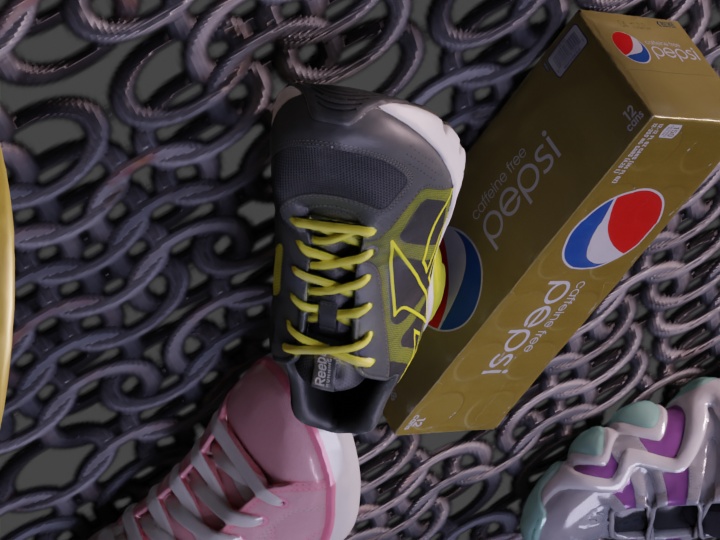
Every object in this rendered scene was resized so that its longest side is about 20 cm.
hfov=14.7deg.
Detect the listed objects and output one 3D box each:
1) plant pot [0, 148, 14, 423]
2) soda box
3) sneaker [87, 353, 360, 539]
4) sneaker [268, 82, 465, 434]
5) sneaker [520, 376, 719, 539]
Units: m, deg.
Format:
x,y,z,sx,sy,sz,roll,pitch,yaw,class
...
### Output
x,y,z,sx,sy,sz,roll,pitch,yaw,class
-0.228,0.017,0.838,0.188,0.201,0.201,10,133,-30,plant pot
0.074,-0.017,1.199,0.068,0.064,0.200,1,138,-44,soda box
-0.068,0.117,1.251,0.104,0.075,0.200,-23,155,-28,sneaker
0.000,0.000,1.105,0.074,0.085,0.200,9,153,12,sneaker
0.194,0.126,1.458,0.200,0.140,0.078,-30,152,-6,sneaker
